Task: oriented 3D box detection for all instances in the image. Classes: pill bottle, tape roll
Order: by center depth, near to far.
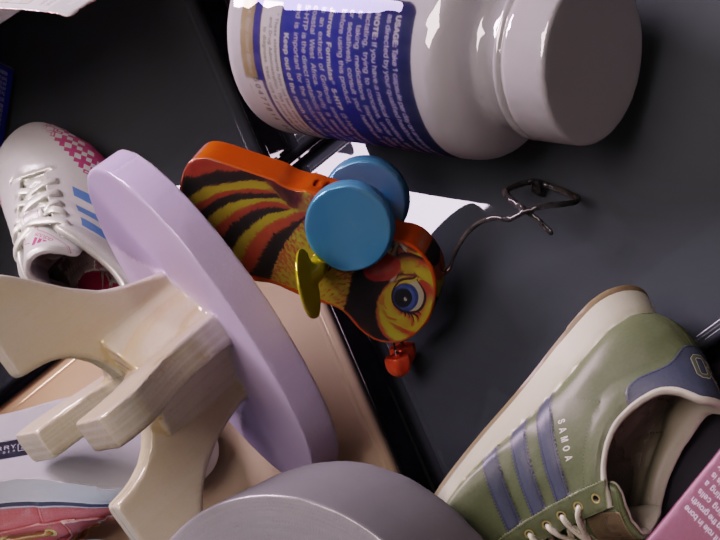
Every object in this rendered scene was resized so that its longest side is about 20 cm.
[{"bbox_3d":[-0.014,0.198,1.270,0.199,0.066,0.202,9,107,32],"label":"tape roll"},{"bbox_3d":[0.040,-0.120,1.344,0.199,0.119,0.120,11,83,38],"label":"pill bottle"}]

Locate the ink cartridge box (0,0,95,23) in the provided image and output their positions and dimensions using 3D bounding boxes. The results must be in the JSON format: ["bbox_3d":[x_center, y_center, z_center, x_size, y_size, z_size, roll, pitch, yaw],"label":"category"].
[{"bbox_3d":[-0.196,-0.165,1.521,0.199,0.162,0.050,7,122,32],"label":"ink cartridge box"}]

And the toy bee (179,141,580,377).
[{"bbox_3d":[0.000,0.000,1.347,0.199,0.131,0.109,15,110,28],"label":"toy bee"}]

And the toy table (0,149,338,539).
[{"bbox_3d":[-0.113,0.053,1.351,0.117,0.184,0.200,-38,86,-21],"label":"toy table"}]

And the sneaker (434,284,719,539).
[{"bbox_3d":[0.102,0.110,1.260,0.201,0.067,0.090,-54,50,8],"label":"sneaker"}]

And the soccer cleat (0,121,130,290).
[{"bbox_3d":[-0.172,-0.024,1.492,0.070,0.086,0.200,-47,54,15],"label":"soccer cleat"}]

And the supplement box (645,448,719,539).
[{"bbox_3d":[0.192,0.151,1.169,0.200,0.086,0.110,-52,53,11],"label":"supplement box"}]

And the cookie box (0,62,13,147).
[{"bbox_3d":[-0.313,-0.035,1.607,0.170,0.075,0.201,-2,74,35],"label":"cookie box"}]

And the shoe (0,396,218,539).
[{"bbox_3d":[-0.173,0.128,1.462,0.199,0.091,0.072,-7,48,5],"label":"shoe"}]
